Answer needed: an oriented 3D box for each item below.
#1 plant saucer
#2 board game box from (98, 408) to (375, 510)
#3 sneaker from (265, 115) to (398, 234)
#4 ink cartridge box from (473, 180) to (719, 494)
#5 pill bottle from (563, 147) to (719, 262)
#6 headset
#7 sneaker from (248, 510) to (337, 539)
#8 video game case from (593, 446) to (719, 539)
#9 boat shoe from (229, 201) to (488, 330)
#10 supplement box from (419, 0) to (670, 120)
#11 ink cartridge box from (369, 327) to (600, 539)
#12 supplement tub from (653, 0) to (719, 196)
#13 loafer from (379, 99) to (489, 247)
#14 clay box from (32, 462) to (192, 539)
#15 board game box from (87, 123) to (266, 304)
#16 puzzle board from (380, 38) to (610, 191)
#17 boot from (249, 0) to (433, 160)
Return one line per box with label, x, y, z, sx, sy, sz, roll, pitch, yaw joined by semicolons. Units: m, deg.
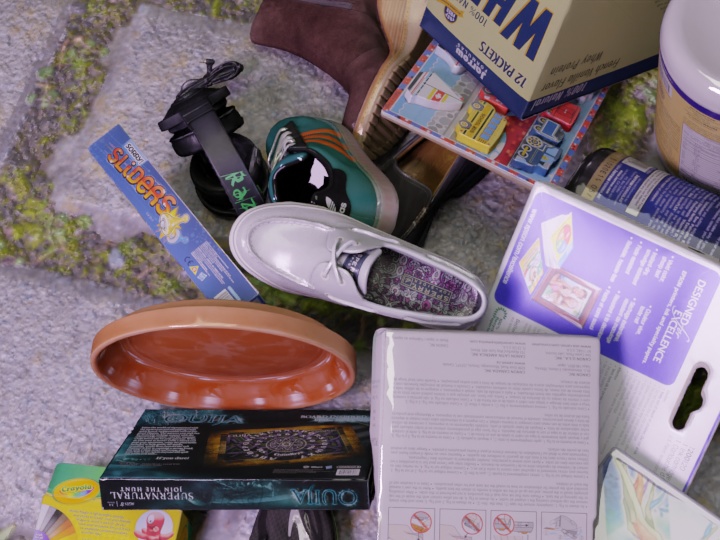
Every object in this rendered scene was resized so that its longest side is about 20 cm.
plant saucer;-0.102;0.064;1.200;0.200;0.200;0.032;-2;67;7
board game box;-0.084;0.142;1.208;0.200;0.135;0.028;0;107;8
sneaker;-0.044;-0.084;1.294;0.200;0.080;0.071;43;115;55
ink cartridge box;0.185;0.061;1.192;0.200;0.043;0.198;28;107;20
pill bottle;0.253;-0.009;1.237;0.200;0.112;0.112;26;70;20
headset;-0.112;-0.112;1.342;0.094;0.124;0.200;-30;40;-5
sneaker;-0.070;0.241;1.170;0.077;0.084;0.200;12;64;13
video game case;0.212;0.255;1.129;0.200;0.022;0.182;34;83;17
boat shoe;0.000;0.000;1.176;0.200;0.069;0.072;24;85;-4
supplement box;0.185;-0.261;1.291;0.200;0.200;0.134;-23;58;-35
ink cartridge box;0.088;0.143;1.137;0.161;0.050;0.200;3;85;-7
supplement tub;0.305;-0.135;1.244;0.145;0.200;0.146;-4;63;7
loafer;0.034;-0.066;1.320;0.073;0.072;0.200;34;73;21
clay box;-0.199;0.250;1.206;0.115;0.048;0.200;5;63;11
board game box;-0.132;-0.015;1.282;0.034;0.135;0.200;-39;65;-4
puzzle board;0.120;-0.150;1.316;0.151;0.017;0.200;27;42;6
boot;-0.024;-0.190;1.409;0.166;0.072;0.200;10;66;26
